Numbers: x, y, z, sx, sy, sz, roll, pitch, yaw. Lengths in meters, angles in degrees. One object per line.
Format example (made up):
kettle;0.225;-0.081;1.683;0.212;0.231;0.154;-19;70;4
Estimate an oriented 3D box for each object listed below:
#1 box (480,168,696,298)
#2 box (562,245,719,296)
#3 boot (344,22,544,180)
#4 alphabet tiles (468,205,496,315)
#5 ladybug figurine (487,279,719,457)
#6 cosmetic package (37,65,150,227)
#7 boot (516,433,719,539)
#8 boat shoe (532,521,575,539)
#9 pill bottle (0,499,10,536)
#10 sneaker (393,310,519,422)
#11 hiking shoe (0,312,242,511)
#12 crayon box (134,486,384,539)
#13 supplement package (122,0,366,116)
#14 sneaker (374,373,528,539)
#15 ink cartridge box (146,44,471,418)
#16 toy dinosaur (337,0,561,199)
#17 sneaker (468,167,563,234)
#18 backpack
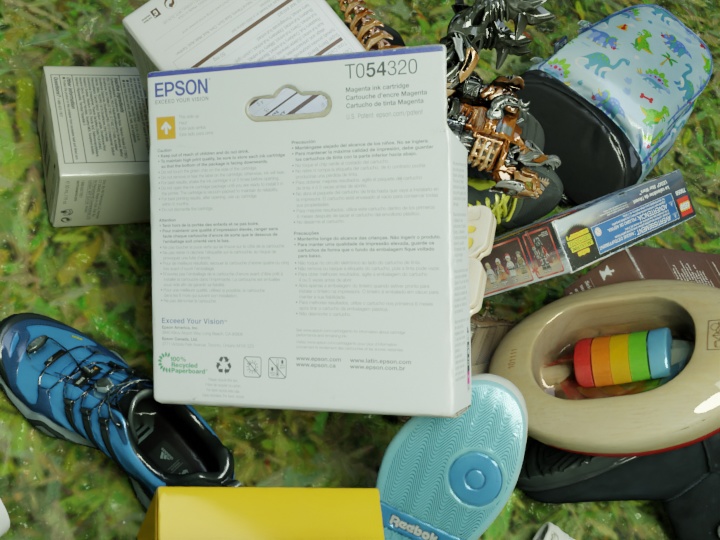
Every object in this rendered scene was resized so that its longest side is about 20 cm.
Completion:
box;0.137;-0.016;0.785;0.136;0.199;0.040;-21;89;-31
box;0.265;0.043;0.841;0.199;0.075;0.101;5;54;-46
boot;0.050;-0.153;0.877;0.163;0.066;0.200;7;26;-21
alphabet tiles;0.000;0.000;0.749;0.198;0.015;0.197;-5;50;27
ladybug figurine;0.188;0.073;0.703;0.072;0.198;0.137;57;39;-38
cosmetic package;-0.145;-0.098;0.799;0.197;0.071;0.106;-3;61;-24
boot;0.231;0.180;0.761;0.170;0.198;0.076;64;15;-11
boat shoe;0.095;0.244;0.680;0.066;0.072;0.199;42;52;14
pill bottle;-0.288;0.177;0.538;0.111;0.111;0.200;43;52;9
sneaker;0.103;0.059;0.802;0.198;0.071;0.076;-9;61;-27
hiking shoe;-0.156;0.085;0.666;0.199;0.087;0.075;36;52;3
crayon box;-0.064;0.170;0.578;0.125;0.201;0.051;5;56;-19
supplement package;-0.052;-0.104;0.705;0.119;0.121;0.201;-37;81;-12
sneaker;0.050;0.143;0.659;0.079;0.202;0.130;30;15;9
ink cartridge box;-0.033;-0.020;0.597;0.043;0.194;0.203;-3;93;-67
toy dinosaur;0.068;-0.141;0.738;0.200;0.102;0.136;40;85;-21
sneaker;0.087;-0.046;0.848;0.197;0.075;0.085;-9;30;-18
backpack;0.244;-0.164;0.974;0.163;0.155;0.199;44;40;17
